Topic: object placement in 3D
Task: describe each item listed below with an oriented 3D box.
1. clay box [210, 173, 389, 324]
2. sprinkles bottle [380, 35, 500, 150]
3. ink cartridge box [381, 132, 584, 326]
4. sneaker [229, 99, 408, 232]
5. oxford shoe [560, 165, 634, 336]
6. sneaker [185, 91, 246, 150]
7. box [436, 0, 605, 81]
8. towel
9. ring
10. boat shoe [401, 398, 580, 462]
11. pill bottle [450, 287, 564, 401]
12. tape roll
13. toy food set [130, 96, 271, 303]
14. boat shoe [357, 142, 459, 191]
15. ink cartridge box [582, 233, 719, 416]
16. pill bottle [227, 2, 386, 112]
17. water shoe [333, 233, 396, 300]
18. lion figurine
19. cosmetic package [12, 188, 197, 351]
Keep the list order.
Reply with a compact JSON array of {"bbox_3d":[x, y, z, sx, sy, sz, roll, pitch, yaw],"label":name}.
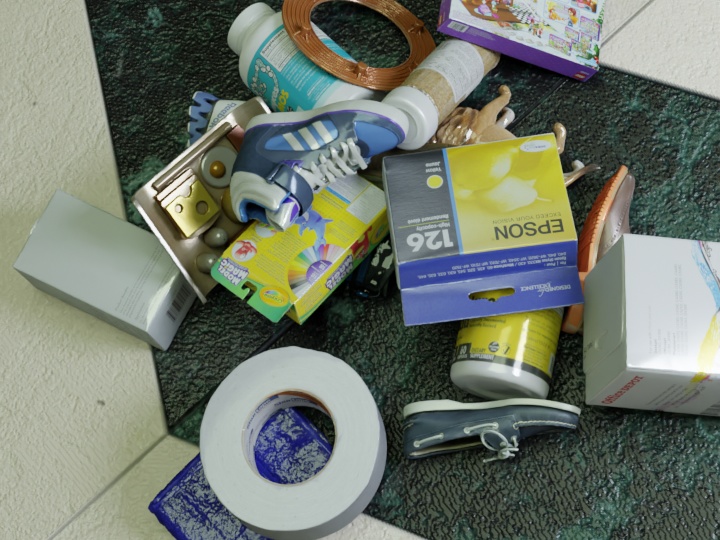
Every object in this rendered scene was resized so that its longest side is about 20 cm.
[{"bbox_3d":[-0.062,-0.028,1.673,0.114,0.048,0.200,34,69,28],"label":"clay box"},{"bbox_3d":[0.093,-0.216,1.730,0.068,0.069,0.200,25,45,18],"label":"sprinkles bottle"},{"bbox_3d":[0.129,-0.047,1.609,0.195,0.047,0.202,-7,54,-1],"label":"ink cartridge box"},{"bbox_3d":[-0.048,-0.102,1.638,0.197,0.081,0.148,-3,58,18],"label":"sneaker"},{"bbox_3d":[0.282,-0.017,1.683,0.072,0.071,0.202,18,81,-1],"label":"oxford shoe"},{"bbox_3d":[-0.150,-0.125,1.789,0.113,0.081,0.202,-2,68,12],"label":"sneaker"},{"bbox_3d":[0.193,-0.318,1.762,0.198,0.039,0.139,17,69,-17],"label":"box"},{"bbox_3d":[-0.127,0.239,1.670,0.147,0.050,0.200,41,82,22],"label":"towel"},{"bbox_3d":[0.002,-0.287,1.786,0.198,0.019,0.202,15,41,-13],"label":"ring"},{"bbox_3d":[0.140,0.174,1.628,0.197,0.075,0.063,-2,68,11],"label":"boat shoe"},{"bbox_3d":[0.170,0.037,1.653,0.110,0.111,0.202,9,72,14],"label":"pill bottle"},{"bbox_3d":[-0.072,0.188,1.623,0.197,0.066,0.203,-2,71,7],"label":"tape roll"},{"bbox_3d":[-0.150,-0.081,1.712,0.200,0.060,0.144,-43,109,-23],"label":"toy food set"},{"bbox_3d":[0.076,-0.105,1.717,0.198,0.065,0.074,18,68,17],"label":"boat shoe"},{"bbox_3d":[0.346,0.061,1.562,0.197,0.147,0.148,5,71,-7],"label":"ink cartridge box"},{"bbox_3d":[-0.070,-0.234,1.797,0.111,0.111,0.200,-44,68,-7],"label":"pill bottle"},{"bbox_3d":[0.000,0.000,1.720,0.198,0.072,0.080,-27,72,2],"label":"water shoe"},{"bbox_3d":[0.166,-0.133,1.732,0.199,0.073,0.122,35,66,27],"label":"lion figurine"},{"bbox_3d":[-0.296,-0.001,1.773,0.198,0.081,0.114,26,76,19],"label":"cosmetic package"}]
